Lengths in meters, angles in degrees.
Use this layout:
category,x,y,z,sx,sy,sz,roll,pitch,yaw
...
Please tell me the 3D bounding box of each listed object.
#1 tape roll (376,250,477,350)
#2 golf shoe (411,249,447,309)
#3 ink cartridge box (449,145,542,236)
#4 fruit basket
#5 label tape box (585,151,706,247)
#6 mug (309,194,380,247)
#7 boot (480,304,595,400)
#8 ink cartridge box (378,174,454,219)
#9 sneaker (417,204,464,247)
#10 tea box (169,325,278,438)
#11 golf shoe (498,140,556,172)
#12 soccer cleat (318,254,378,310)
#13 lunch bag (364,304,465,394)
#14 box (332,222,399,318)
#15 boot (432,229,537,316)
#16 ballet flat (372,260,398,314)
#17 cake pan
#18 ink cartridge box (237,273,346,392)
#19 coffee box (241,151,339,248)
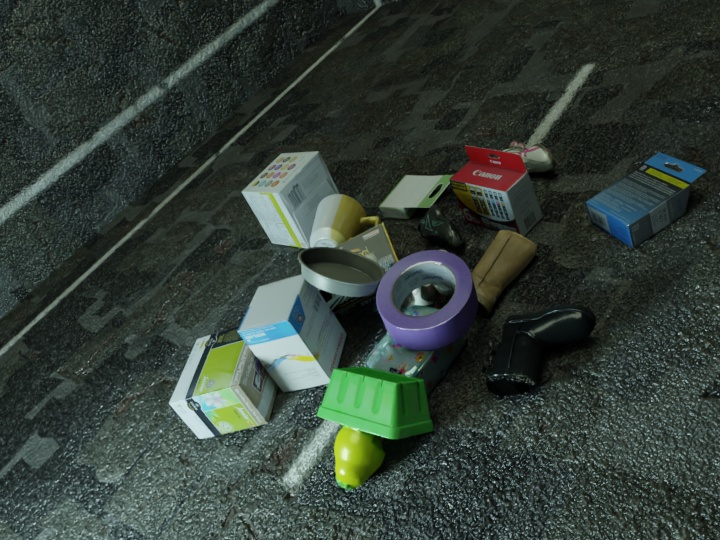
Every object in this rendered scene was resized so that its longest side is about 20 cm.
category,x,y,z,sx,sy,sz,roll,pitch,yaw
tape roll,0.132,0.056,1.308,0.194,0.066,0.204,-13,46,13
golf shoe,0.166,0.008,1.496,0.075,0.089,0.202,-11,36,30
ink cartridge box,0.312,-0.190,1.559,0.083,0.178,0.198,-40,32,-18
fruit basket,0.019,0.293,1.213,0.211,0.153,0.223,-4,84,40
label tape box,0.596,-0.149,1.370,0.197,0.064,0.145,-33,31,-3
mug,-0.057,-0.108,1.764,0.185,0.149,0.155,-34,22,36
boot,0.318,0.148,1.187,0.195,0.074,0.164,-12,33,40
ink cartridge box,0.163,-0.205,1.826,0.197,0.049,0.146,9,50,46
sneaker,0.198,-0.093,1.639,0.079,0.076,0.201,-40,24,7
tea box,-0.297,0.249,1.508,0.192,0.135,0.203,-17,34,22
golf shoe,0.422,-0.274,1.688,0.092,0.073,0.199,-42,23,-7
soccer cleat,-0.041,0.032,1.535,0.198,0.085,0.069,-37,72,6
lunch bag,0.105,0.164,1.338,0.158,0.078,0.200,13,53,48
box,0.000,0.000,1.611,0.196,0.049,0.163,-25,66,8
boot,0.263,-0.013,1.433,0.173,0.067,0.201,32,64,19
ballet flat,0.074,0.049,1.483,0.062,0.201,0.069,12,59,-5
cake pan,-0.043,0.002,1.431,0.194,0.038,0.201,12,21,-5
ink cartridge box,-0.146,0.142,1.464,0.141,0.202,0.149,-14,34,27
coffee box,-0.202,-0.217,2.005,0.195,0.203,0.200,9,48,46
